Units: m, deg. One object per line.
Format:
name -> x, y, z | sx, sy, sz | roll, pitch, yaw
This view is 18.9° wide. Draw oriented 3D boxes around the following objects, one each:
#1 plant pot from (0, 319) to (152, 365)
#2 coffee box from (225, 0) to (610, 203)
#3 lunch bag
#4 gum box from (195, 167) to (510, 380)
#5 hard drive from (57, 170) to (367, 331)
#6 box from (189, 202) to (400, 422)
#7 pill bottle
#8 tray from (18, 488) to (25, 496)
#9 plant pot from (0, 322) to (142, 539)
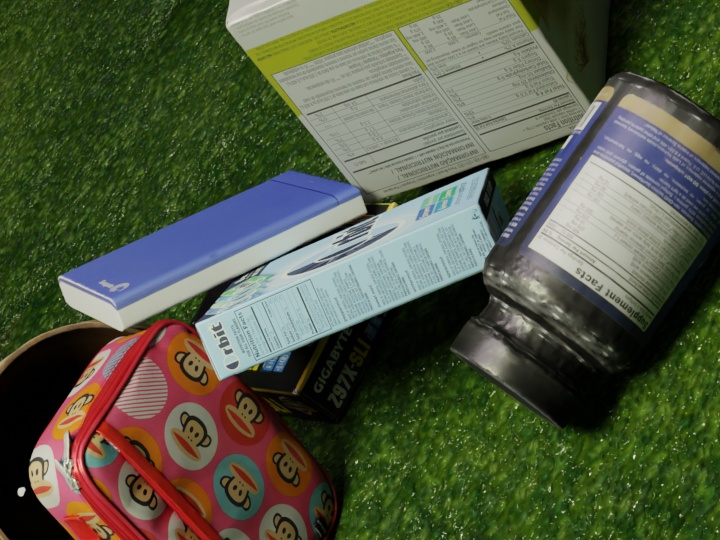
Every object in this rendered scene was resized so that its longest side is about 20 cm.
plant pot -> -0.233, 0.099, 1.674 | 0.200, 0.199, 0.028 | -42, 62, 19
coffee box -> 0.050, -0.204, 1.537 | 0.199, 0.198, 0.201 | -18, 42, 28
lunch bag -> -0.120, 0.152, 1.414 | 0.082, 0.200, 0.177 | -20, 29, 45
gum box -> 0.000, 0.000, 1.442 | 0.198, 0.045, 0.170 | -22, 8, 9
hard drive -> -0.109, -0.018, 1.573 | 0.199, 0.026, 0.132 | -26, 18, -20
box -> -0.050, 0.028, 1.622 | 0.199, 0.049, 0.161 | 3, 63, 57
pill bottle -> 0.144, -0.010, 1.310 | 0.201, 0.112, 0.112 | -55, 29, -2
tray -> -0.281, 0.194, 1.809 | 0.107, 0.022, 0.201 | -19, 44, 47
plant pot -> -0.208, 0.155, 1.596 | 0.188, 0.186, 0.200 | -67, 9, -23
